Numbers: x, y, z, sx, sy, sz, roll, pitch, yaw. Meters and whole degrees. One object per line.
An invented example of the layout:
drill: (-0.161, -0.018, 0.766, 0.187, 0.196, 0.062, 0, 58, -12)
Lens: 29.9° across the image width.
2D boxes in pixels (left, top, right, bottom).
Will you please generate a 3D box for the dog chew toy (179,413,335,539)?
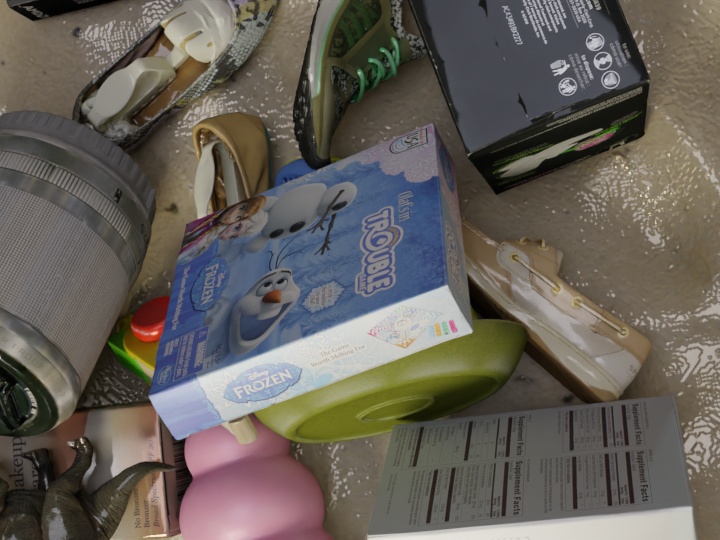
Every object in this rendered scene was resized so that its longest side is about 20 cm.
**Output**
dog chew toy: (-0.076, 0.189, 0.985, 0.124, 0.125, 0.201, -18, 74, 10)

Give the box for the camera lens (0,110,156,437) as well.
camera lens: (-0.250, 0.006, 0.972, 0.159, 0.160, 0.200, 12, 56, 12)

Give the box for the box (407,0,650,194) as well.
box: (0.114, -0.151, 0.922, 0.124, 0.200, 0.149, -21, 82, 8)

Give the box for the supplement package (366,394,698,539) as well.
supplement package: (0.123, 0.192, 0.901, 0.199, 0.151, 0.152, -8, 110, 11)

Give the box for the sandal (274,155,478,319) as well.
sandal: (0.000, 0.000, 0.985, 0.087, 0.080, 0.200, -31, 74, -35)

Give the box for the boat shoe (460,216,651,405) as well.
boat shoe: (0.124, 0.013, 0.981, 0.200, 0.074, 0.069, 43, 81, 12)

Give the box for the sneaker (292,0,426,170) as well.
sneaker: (0.005, -0.163, 0.995, 0.088, 0.077, 0.201, 14, 70, -4)

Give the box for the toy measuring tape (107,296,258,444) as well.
toy measuring tape: (-0.119, 0.065, 0.995, 0.200, 0.073, 0.074, 24, 92, 48)

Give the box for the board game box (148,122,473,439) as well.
board game box: (-0.031, 0.001, 0.879, 0.198, 0.200, 0.043, -21, 121, 13)

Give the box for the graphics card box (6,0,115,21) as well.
graphics card box: (-0.189, -0.282, 1.070, 0.199, 0.051, 0.126, -12, 84, 10)

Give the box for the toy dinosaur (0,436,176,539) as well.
toy dinosaur: (-0.229, 0.177, 0.953, 0.199, 0.077, 0.103, -8, 80, -22)

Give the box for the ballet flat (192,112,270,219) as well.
ballet flat: (-0.096, -0.021, 1.023, 0.069, 0.063, 0.201, -18, 78, 44)

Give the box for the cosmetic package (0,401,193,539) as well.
cosmetic package: (-0.230, 0.156, 1.030, 0.199, 0.087, 0.104, -8, 86, 11)

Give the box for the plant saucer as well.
plant saucer: (0.022, 0.082, 0.924, 0.199, 0.200, 0.031, -18, 72, 10)

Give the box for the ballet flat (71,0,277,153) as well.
ballet flat: (-0.146, -0.162, 1.044, 0.200, 0.072, 0.072, -41, 80, 6)
